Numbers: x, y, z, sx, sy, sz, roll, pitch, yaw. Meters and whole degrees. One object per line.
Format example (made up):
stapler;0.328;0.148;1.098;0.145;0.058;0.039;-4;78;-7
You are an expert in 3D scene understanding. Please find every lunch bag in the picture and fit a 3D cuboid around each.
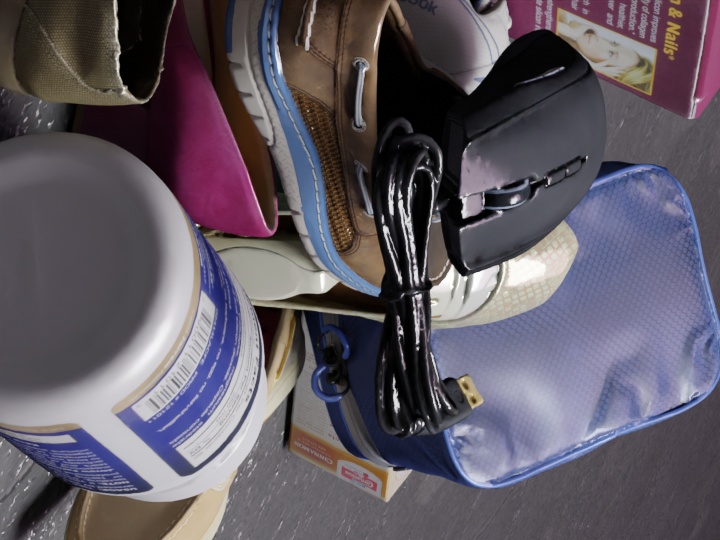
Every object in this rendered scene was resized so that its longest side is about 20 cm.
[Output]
lunch bag;0.064;0.026;1.318;0.200;0.132;0.136;-18;101;-27

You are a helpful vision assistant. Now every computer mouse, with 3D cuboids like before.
computer mouse;0.060;-0.012;1.042;0.200;0.046;0.140;-37;132;-60

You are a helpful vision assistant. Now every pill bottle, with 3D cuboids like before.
pill bottle;-0.103;0.028;1.061;0.116;0.116;0.200;-60;163;-11

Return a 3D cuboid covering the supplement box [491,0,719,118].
supplement box;0.092;-0.178;1.185;0.103;0.200;0.131;-54;161;-28

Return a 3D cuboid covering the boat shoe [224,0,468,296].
boat shoe;0.010;-0.047;1.065;0.200;0.072;0.072;56;47;-54

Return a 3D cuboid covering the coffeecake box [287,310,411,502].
coffeecake box;0.032;0.010;1.501;0.154;0.073;0.200;-50;159;-37

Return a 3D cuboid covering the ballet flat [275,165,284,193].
ballet flat;-0.029;-0.116;1.178;0.200;0.067;0.067;103;1;-46

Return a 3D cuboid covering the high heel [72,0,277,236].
high heel;-0.053;-0.111;1.036;0.067;0.096;0.200;-31;144;-60

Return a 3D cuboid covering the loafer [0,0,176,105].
loafer;-0.077;-0.149;0.959;0.076;0.067;0.200;-29;142;-62

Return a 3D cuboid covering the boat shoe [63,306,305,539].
boat shoe;-0.086;0.070;1.260;0.069;0.074;0.200;94;19;-46

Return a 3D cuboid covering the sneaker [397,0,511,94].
sneaker;0.045;-0.086;1.196;0.200;0.075;0.087;49;63;-73

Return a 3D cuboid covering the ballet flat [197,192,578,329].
ballet flat;0.000;0.000;1.186;0.062;0.200;0.067;-87;178;-70
